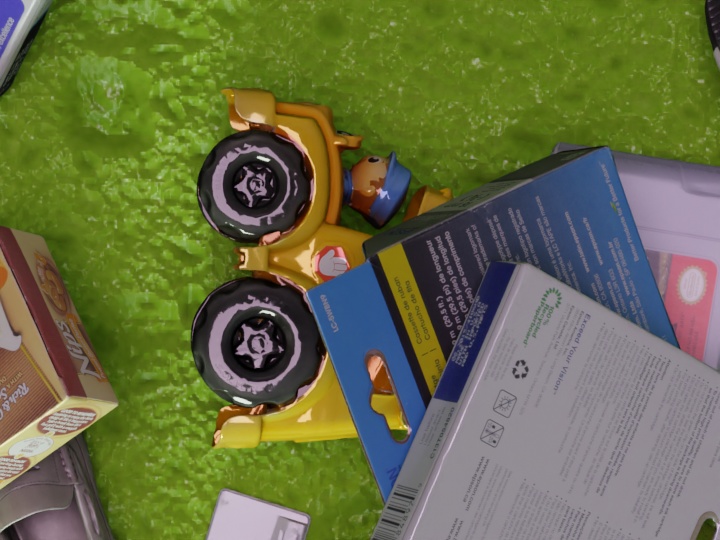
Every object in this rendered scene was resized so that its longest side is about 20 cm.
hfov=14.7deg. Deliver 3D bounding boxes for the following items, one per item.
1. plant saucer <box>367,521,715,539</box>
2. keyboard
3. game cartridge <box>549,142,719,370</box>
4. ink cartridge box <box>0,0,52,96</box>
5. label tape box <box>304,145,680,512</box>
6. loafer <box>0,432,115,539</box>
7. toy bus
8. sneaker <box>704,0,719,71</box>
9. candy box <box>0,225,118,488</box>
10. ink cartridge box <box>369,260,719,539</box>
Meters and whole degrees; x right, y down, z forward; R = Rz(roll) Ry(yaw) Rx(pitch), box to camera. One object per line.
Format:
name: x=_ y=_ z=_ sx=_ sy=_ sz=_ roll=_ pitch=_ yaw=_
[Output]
plant saucer: x=0.106 y=0.196 z=1.588 sx=0.200 sy=0.048 sz=0.200 roll=44 pitch=102 yaw=-4
keyboard: x=-0.084 y=0.231 z=1.642 sx=0.056 sy=0.011 sz=0.201 roll=17 pitch=93 yaw=8
game cartridge: x=0.144 y=0.032 z=1.608 sx=0.133 sy=0.041 sz=0.201 roll=9 pitch=92 yaw=7
ink cartridge box: x=-0.251 y=-0.214 z=1.564 sx=0.200 sy=0.043 sz=0.198 roll=36 pitch=134 yaw=0
label tape box: x=0.064 y=0.036 z=1.504 sx=0.199 sy=0.063 sz=0.145 roll=-25 pitch=101 yaw=-24
loafer: x=-0.185 y=0.130 z=1.612 sx=0.070 sy=0.070 sz=0.201 roll=-28 pitch=88 yaw=7
toy bus: x=0.000 y=0.000 z=1.570 sx=0.191 sy=0.136 sz=0.201 roll=1 pitch=90 yaw=-2
sneaker: x=0.242 y=-0.076 z=1.581 sx=0.074 sy=0.089 sz=0.201 roll=-15 pitch=66 yaw=-20
candy box: x=-0.244 y=0.077 z=1.581 sx=0.200 sy=0.055 sz=0.116 roll=-35 pitch=68 yaw=19
ink cartridge box: x=0.113 y=0.123 z=1.473 sx=0.200 sy=0.041 sz=0.200 roll=29 pitch=80 yaw=-27
